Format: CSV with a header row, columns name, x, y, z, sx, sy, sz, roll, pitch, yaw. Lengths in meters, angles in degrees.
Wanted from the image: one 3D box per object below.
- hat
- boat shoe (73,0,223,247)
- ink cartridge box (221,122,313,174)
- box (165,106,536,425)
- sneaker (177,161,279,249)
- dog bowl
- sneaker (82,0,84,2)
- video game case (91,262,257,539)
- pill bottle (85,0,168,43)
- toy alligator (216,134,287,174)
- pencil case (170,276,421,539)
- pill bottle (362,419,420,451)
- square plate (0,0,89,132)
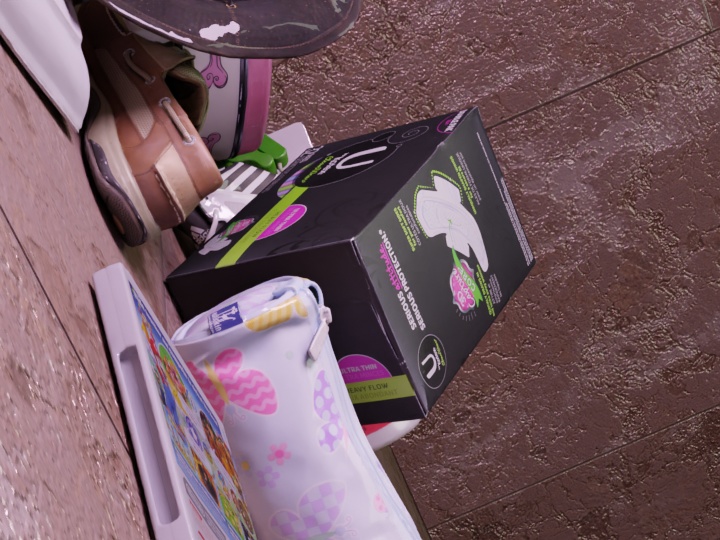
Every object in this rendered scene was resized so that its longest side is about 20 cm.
name,x,y,z,sx,sy,sz,roll,pitch,yaw
hat,-0.098,-0.184,0.903,0.081,0.200,0.201,-43,-114,53
boat shoe,-0.122,-0.093,0.907,0.076,0.074,0.200,67,1,-46
ink cartridge box,-0.067,-0.028,1.403,0.067,0.115,0.201,50,17,-84
box,0.000,0.000,1.012,0.200,0.148,0.125,-47,120,-52
sneaker,-0.090,0.008,1.122,0.076,0.115,0.201,-45,-149,47
dog bowl,-0.113,-0.173,1.180,0.200,0.073,0.201,179,-90,-78
sneaker,-0.194,-0.269,1.148,0.082,0.074,0.201,85,-18,-77
video game case,-0.069,0.110,0.699,0.143,0.018,0.200,66,2,-48
pill bottle,-0.165,-0.249,1.022,0.114,0.114,0.201,-99,166,-87
toy alligator,-0.105,-0.101,1.287,0.200,0.054,0.059,43,-16,24
pencil case,-0.031,0.103,0.872,0.083,0.090,0.201,-111,179,-80
pill bottle,-0.036,0.055,1.299,0.111,0.110,0.201,-105,172,-86
square plate,-0.192,-0.196,0.785,0.198,0.028,0.201,67,0,-65
